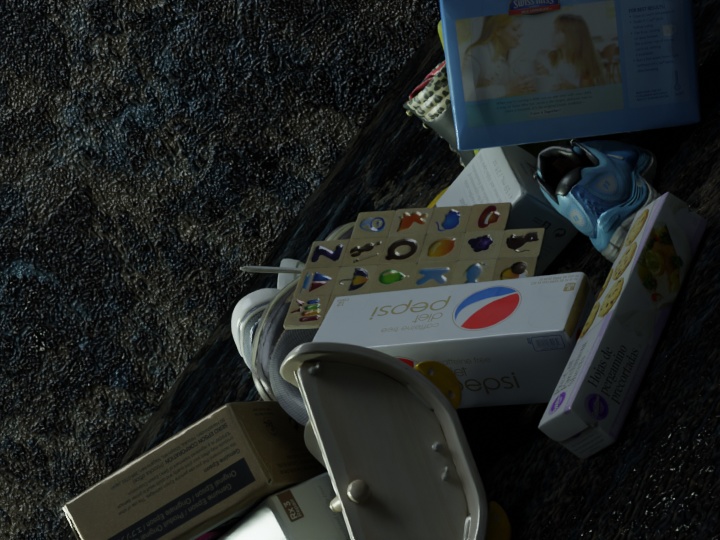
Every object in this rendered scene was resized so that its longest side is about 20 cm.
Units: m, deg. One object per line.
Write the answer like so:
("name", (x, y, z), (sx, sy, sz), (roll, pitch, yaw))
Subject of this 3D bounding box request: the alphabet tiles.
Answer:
("alphabet tiles", (0.043, 0.007, 1.337), (0.200, 0.006, 0.167), (-3, 43, 20))

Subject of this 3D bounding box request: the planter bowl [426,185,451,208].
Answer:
("planter bowl", (0.093, -0.022, 1.615), (0.201, 0.083, 0.200), (-52, 8, 11))

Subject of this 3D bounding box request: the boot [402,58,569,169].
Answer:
("boot", (0.107, -0.129, 1.712), (0.074, 0.154, 0.204), (-55, 8, -27))

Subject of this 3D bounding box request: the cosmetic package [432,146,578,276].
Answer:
("cosmetic package", (0.092, -0.007, 1.465), (0.200, 0.074, 0.102), (-50, 30, 20))

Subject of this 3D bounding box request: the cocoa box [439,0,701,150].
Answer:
("cocoa box", (0.169, -0.185, 1.378), (0.199, 0.134, 0.131), (-6, 19, 6))

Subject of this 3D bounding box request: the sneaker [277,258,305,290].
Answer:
("sneaker", (-0.007, 0.042, 1.576), (0.200, 0.115, 0.074), (59, -145, -67))

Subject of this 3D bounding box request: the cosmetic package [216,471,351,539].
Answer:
("cosmetic package", (-0.069, 0.246, 1.322), (0.074, 0.102, 0.200), (-18, -16, -41))

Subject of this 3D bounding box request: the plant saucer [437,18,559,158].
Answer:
("plant saucer", (0.150, -0.204, 1.558), (0.200, 0.200, 0.048), (-41, 44, -24))

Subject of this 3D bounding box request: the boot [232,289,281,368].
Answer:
("boot", (-0.048, 0.106, 1.488), (0.073, 0.200, 0.090), (-29, 45, -1))

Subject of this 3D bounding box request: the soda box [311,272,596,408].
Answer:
("soda box", (0.068, 0.053, 1.192), (0.200, 0.064, 0.068), (-6, 35, 27))

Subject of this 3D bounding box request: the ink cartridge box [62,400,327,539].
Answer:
("ink cartridge box", (-0.111, 0.172, 1.343), (0.165, 0.075, 0.200), (-33, -14, 17))

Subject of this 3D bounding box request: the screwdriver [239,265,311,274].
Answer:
("screwdriver", (0.000, 0.000, 1.390), (0.029, 0.199, 0.028), (96, 180, -47))

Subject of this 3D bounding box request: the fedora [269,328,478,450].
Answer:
("fedora", (0.026, 0.101, 1.320), (0.177, 0.090, 0.200), (-25, 27, -22))

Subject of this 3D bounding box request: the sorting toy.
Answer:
("sorting toy", (0.009, 0.155, 1.164), (0.107, 0.200, 0.180), (-14, -13, -22))

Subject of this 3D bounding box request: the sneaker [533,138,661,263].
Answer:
("sneaker", (0.183, -0.078, 1.333), (0.078, 0.090, 0.200), (-51, 8, 12))

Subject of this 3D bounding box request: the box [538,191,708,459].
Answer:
("box", (0.176, 0.033, 1.111), (0.041, 0.039, 0.200), (-43, 14, 55))

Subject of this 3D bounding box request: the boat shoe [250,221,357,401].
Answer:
("boat shoe", (-0.023, 0.031, 1.423), (0.073, 0.075, 0.200), (-11, 41, 48))
